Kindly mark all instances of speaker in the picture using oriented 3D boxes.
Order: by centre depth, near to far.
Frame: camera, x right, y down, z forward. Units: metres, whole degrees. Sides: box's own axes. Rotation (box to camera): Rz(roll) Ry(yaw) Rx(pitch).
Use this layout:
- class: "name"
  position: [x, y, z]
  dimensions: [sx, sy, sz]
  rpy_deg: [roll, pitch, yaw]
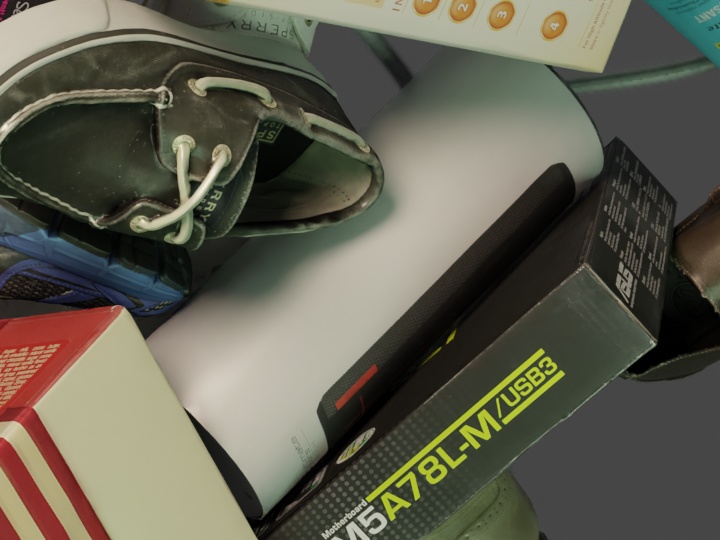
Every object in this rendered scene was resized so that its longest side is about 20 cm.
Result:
- class: "speaker"
  position: [0.000, 0.000, 0.962]
  dimensions: [0.200, 0.081, 0.081]
  rpy_deg: [-45, 135, -18]

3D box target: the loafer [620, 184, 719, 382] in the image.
- class: "loafer"
  position: [0.166, -0.003, 1.029]
  dimensions: [0.071, 0.073, 0.200]
  rpy_deg: [-36, 173, -46]

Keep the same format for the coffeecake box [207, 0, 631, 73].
- class: "coffeecake box"
  position: [0.019, -0.162, 0.844]
  dimensions: [0.199, 0.073, 0.154]
  rpy_deg: [6, 113, -39]

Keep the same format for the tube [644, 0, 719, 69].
- class: "tube"
  position: [0.165, -0.104, 1.013]
  dimensions: [0.077, 0.051, 0.200]
  rpy_deg: [-38, 135, 24]

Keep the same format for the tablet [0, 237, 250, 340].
- class: "tablet"
  position: [-0.079, 0.030, 1.010]
  dimensions: [0.199, 0.014, 0.131]
  rpy_deg: [-23, 139, -29]

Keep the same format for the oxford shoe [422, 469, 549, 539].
- class: "oxford shoe"
  position: [-0.011, 0.143, 1.157]
  dimensions: [0.199, 0.070, 0.075]
  rpy_deg: [-23, 105, 4]

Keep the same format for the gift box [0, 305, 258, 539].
- class: "gift box"
  position: [-0.147, 0.147, 0.880]
  dimensions: [0.184, 0.200, 0.187]
  rpy_deg: [-5, 123, 44]

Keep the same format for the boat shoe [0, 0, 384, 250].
- class: "boat shoe"
  position: [-0.062, -0.044, 0.838]
  dimensions: [0.199, 0.064, 0.071]
  rpy_deg: [-4, 134, -53]

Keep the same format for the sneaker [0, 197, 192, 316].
- class: "sneaker"
  position: [-0.151, -0.019, 0.899]
  dimensions: [0.199, 0.076, 0.079]
  rpy_deg: [16, 133, -29]

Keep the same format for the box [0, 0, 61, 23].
- class: "box"
  position: [-0.140, -0.166, 0.800]
  dimensions: [0.114, 0.133, 0.201]
  rpy_deg: [12, 125, -30]

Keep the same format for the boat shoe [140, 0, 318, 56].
- class: "boat shoe"
  position: [-0.041, -0.102, 0.926]
  dimensions: [0.070, 0.070, 0.201]
  rpy_deg: [7, 126, -24]

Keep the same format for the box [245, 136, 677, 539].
- class: "box"
  position: [0.039, 0.044, 0.996]
  dimensions: [0.048, 0.200, 0.193]
  rpy_deg: [44, 109, -5]
